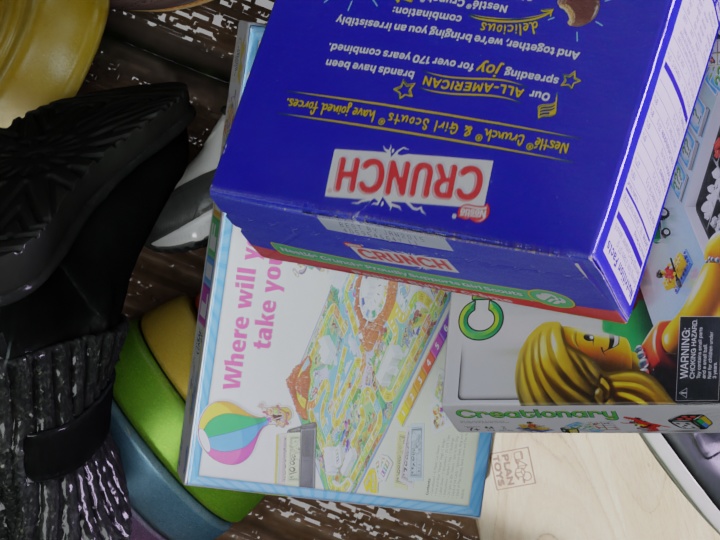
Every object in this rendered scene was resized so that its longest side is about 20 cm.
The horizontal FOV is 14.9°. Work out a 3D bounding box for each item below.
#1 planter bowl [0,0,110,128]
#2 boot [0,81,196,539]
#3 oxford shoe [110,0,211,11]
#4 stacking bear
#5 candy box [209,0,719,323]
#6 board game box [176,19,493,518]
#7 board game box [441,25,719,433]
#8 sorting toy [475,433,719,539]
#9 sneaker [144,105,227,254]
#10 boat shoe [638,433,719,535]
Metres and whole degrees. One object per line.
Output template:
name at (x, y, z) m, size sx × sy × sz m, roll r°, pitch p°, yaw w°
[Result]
planter bowl at (-0.205, -0.086, 1.174) m, size 0.083 × 0.200 × 0.201 m, roll 41°, pitch 103°, yaw 15°
boot at (-0.122, 0.023, 1.180) m, size 0.079 × 0.211 × 0.159 m, roll 0°, pitch 118°, yaw 26°
oxford shoe at (-0.116, -0.146, 1.240) m, size 0.199 × 0.073 × 0.072 m, roll -8°, pitch 100°, yaw 7°
stacking bear at (-0.066, 0.061, 1.262) m, size 0.200 × 0.121 × 0.114 m, roll -39°, pitch 98°, yaw 4°
candy box at (0.052, -0.093, 1.100) m, size 0.168 × 0.077 × 0.201 m, roll 11°, pitch 71°, yaw 25°
board game box at (0.000, 0.000, 1.197) m, size 0.133 × 0.034 × 0.201 m, roll 8°, pitch 96°, yaw -11°
board game box at (0.104, -0.033, 1.121) m, size 0.125 × 0.035 × 0.201 m, roll -2°, pitch 67°, yaw 17°
sorting toy at (0.163, 0.140, 1.270) m, size 0.197 × 0.070 × 0.201 m, roll -11°, pitch 99°, yaw 8°
sneaker at (-0.026, -0.081, 1.250) m, size 0.200 × 0.074 × 0.080 m, roll -36°, pitch 92°, yaw 3°
boat shoe at (0.139, 0.042, 1.180) m, size 0.066 × 0.075 × 0.200 m, roll -37°, pitch 98°, yaw 6°
